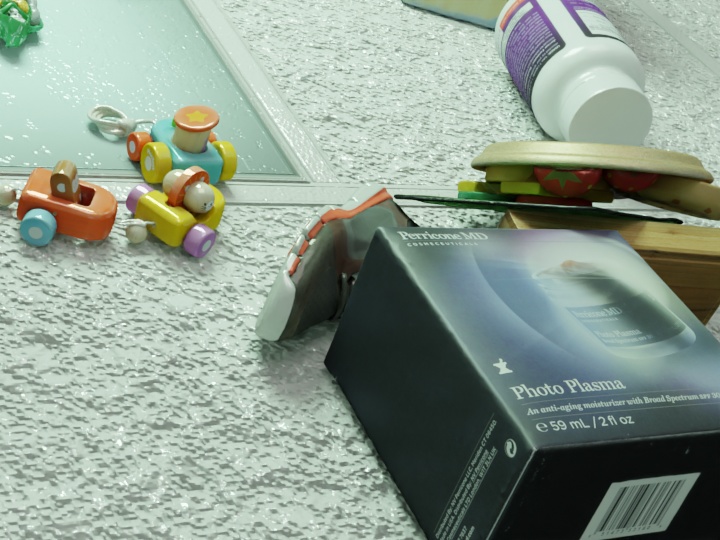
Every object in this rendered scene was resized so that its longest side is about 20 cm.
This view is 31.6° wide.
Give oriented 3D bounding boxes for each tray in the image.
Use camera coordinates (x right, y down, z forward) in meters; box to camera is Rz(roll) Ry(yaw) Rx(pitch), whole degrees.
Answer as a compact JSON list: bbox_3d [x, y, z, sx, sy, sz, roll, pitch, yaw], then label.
[{"bbox_3d":[0.179,0.011,0.935,0.200,0.099,0.037,3,42,-26],"label":"tray"}]

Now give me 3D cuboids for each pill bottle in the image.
[{"bbox_3d":[0.209,-0.192,1.239,0.111,0.112,0.200,8,35,-20],"label":"pill bottle"}]

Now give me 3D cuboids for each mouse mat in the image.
[{"bbox_3d":[0.139,-0.046,0.964,0.161,0.008,0.200,6,3,33],"label":"mouse mat"}]

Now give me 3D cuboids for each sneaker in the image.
[{"bbox_3d":[0.000,0.000,0.876,0.082,0.077,0.200,34,35,8],"label":"sneaker"}]

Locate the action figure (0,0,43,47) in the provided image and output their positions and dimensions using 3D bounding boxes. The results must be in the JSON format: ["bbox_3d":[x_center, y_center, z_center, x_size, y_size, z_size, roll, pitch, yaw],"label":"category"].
[{"bbox_3d":[-0.317,-0.251,1.083,0.118,0.055,0.200,-2,43,-36],"label":"action figure"}]

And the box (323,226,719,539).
[{"bbox_3d":[0.114,0.074,0.786,0.200,0.123,0.198,0,37,-31],"label":"box"}]

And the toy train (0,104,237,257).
[{"bbox_3d":[-0.162,-0.078,0.911,0.150,0.056,0.200,19,33,-4],"label":"toy train"}]

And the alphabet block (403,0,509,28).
[{"bbox_3d":[0.155,-0.404,1.436,0.195,0.200,0.197,12,33,-14],"label":"alphabet block"}]

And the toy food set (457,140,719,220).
[{"bbox_3d":[0.185,-0.071,1.026,0.200,0.049,0.198,3,2,-35],"label":"toy food set"}]
